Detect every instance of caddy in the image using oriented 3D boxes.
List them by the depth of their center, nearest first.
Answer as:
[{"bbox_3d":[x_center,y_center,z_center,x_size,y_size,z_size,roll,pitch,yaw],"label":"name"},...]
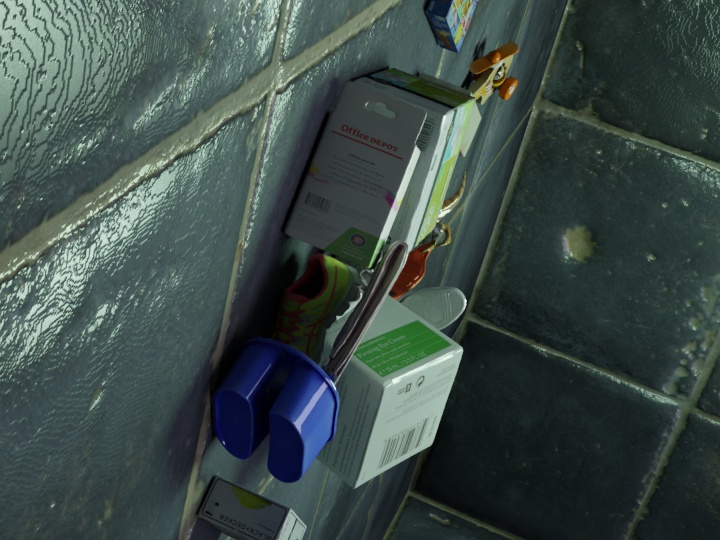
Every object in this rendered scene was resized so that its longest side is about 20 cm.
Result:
[{"bbox_3d":[-0.099,0.165,1.419,0.105,0.140,0.201,-57,165,-35],"label":"caddy"}]

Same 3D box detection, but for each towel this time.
[{"bbox_3d":[-0.004,0.068,1.482,0.192,0.032,0.200,-59,179,-17],"label":"towel"}]

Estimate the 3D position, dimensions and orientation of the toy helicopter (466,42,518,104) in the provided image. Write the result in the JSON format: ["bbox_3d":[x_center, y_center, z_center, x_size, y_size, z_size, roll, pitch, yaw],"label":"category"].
[{"bbox_3d":[0.240,-0.366,2.249,0.200,0.079,0.133,-45,164,-35],"label":"toy helicopter"}]

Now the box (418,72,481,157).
[{"bbox_3d":[0.136,-0.251,1.901,0.200,0.094,0.078,21,91,-78],"label":"box"}]

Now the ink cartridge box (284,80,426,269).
[{"bbox_3d":[-0.001,-0.115,1.422,0.067,0.116,0.202,17,96,-81],"label":"ink cartridge box"}]

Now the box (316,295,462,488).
[{"bbox_3d":[0.015,0.178,1.770,0.198,0.171,0.202,-20,134,-46],"label":"box"}]

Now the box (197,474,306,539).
[{"bbox_3d":[-0.145,0.346,1.603,0.200,0.116,0.061,76,37,-70],"label":"box"}]

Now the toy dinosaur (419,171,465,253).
[{"bbox_3d":[0.116,-0.090,1.900,0.198,0.107,0.060,-19,180,-22],"label":"toy dinosaur"}]

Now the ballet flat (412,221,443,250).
[{"bbox_3d":[0.062,-0.027,1.771,0.200,0.056,0.067,-48,-162,59],"label":"ballet flat"}]

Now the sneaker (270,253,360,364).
[{"bbox_3d":[-0.083,0.063,1.519,0.201,0.078,0.090,-61,142,-11],"label":"sneaker"}]

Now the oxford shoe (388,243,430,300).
[{"bbox_3d":[0.070,0.004,1.927,0.200,0.071,0.073,-52,169,-50],"label":"oxford shoe"}]

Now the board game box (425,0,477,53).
[{"bbox_3d":[0.150,-0.426,1.784,0.200,0.034,0.137,27,84,-79],"label":"board game box"}]

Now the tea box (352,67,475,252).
[{"bbox_3d":[0.048,-0.149,1.558,0.197,0.133,0.202,-43,152,-67],"label":"tea box"}]

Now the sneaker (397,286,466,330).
[{"bbox_3d":[0.090,0.062,1.915,0.199,0.074,0.118,-25,-168,23],"label":"sneaker"}]

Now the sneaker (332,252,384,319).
[{"bbox_3d":[0.000,0.000,1.628,0.200,0.087,0.075,-50,118,-17],"label":"sneaker"}]
